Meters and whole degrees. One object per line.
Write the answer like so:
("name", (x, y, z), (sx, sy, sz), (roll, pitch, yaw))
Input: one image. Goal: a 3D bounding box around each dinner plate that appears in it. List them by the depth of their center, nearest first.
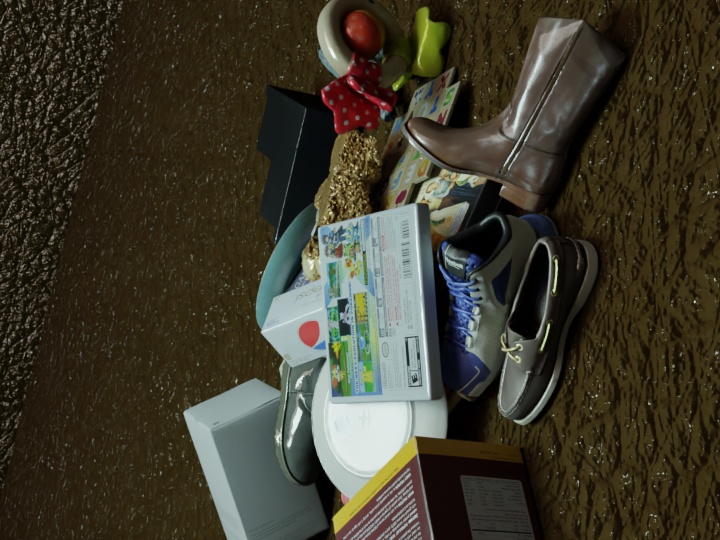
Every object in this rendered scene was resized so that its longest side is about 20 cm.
("dinner plate", (0.013, 0.165, 1.310), (0.198, 0.024, 0.204), (-6, 81, 41))

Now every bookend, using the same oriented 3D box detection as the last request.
("bookend", (-0.094, -0.157, 1.743), (0.199, 0.091, 0.203), (-141, 62, -62))

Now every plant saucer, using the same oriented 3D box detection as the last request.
("plant saucer", (-0.074, 0.000, 1.592), (0.027, 0.200, 0.203), (27, 112, 19))

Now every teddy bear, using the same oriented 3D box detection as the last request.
("teddy bear", (-0.020, -0.073, 1.468), (0.145, 0.066, 0.203), (143, 142, -62))

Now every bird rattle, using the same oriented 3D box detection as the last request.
("bird rattle", (0.008, -0.269, 1.465), (0.164, 0.199, 0.113), (53, 149, 2))

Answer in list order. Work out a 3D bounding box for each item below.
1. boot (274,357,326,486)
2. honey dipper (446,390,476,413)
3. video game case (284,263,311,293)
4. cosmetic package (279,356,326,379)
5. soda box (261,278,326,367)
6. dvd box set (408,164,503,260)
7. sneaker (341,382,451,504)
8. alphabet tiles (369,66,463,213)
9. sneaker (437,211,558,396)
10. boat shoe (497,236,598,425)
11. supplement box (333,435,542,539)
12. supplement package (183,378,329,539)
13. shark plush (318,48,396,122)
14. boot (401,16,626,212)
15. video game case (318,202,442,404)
("boot", (-0.024, 0.177, 1.424), (0.198, 0.072, 0.185), (-6, 87, 48))
("honey dipper", (0.081, 0.172, 1.288), (0.201, 0.038, 0.038), (-54, 35, 19))
("video game case", (0.000, 0.000, 1.468), (0.199, 0.019, 0.144), (22, 79, 48))
("cosmetic package", (-0.033, 0.106, 1.554), (0.201, 0.072, 0.104), (-60, 33, 36))
("soda box", (-0.019, 0.046, 1.381), (0.198, 0.068, 0.064), (-21, 32, 30))
("dvd box set", (0.098, -0.081, 1.351), (0.199, 0.029, 0.148), (2, 64, 64))
("sneaker", (0.062, 0.217, 1.355), (0.087, 0.073, 0.202), (39, 110, 19))
("alphabet tiles", (0.063, -0.155, 1.451), (0.166, 0.006, 0.203), (-19, 47, 61))
("sneaker", (0.114, 0.021, 1.196), (0.080, 0.114, 0.202), (34, 103, 45))
("boat shoe", (0.174, 0.060, 1.165), (0.072, 0.059, 0.203), (50, 126, 56))
("supplement box", (0.081, 0.310, 1.188), (0.198, 0.131, 0.202), (-52, 38, 44))
("supplement package", (-0.141, 0.270, 1.578), (0.121, 0.118, 0.203), (14, 124, 64))
("shark plush", (0.002, -0.245, 1.586), (0.091, 0.082, 0.202), (-59, 34, 36))
("boot", (0.154, -0.186, 1.194), (0.064, 0.184, 0.202), (-48, -17, -59))
("video game case", (0.018, 0.041, 1.258), (0.181, 0.022, 0.204), (-10, 82, 53))
